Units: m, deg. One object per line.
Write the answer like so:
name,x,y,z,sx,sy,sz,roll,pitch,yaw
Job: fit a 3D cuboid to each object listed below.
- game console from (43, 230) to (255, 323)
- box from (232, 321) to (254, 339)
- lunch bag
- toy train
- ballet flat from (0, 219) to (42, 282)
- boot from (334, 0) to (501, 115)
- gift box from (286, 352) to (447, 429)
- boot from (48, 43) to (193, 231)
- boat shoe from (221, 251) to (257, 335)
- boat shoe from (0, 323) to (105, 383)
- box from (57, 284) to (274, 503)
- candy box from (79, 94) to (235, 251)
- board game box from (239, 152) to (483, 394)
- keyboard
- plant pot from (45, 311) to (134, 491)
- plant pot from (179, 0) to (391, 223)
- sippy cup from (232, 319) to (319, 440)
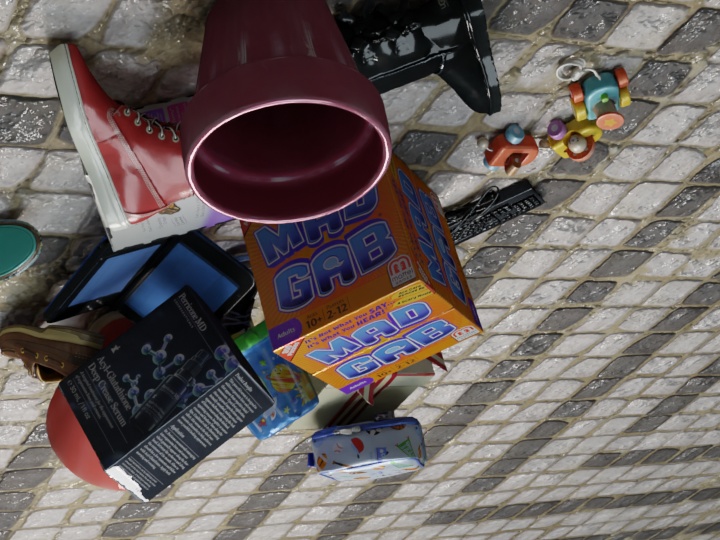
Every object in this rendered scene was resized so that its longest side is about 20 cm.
game console,-0.257,0.032,1.738,0.170,0.119,0.200,-19,162,-47
box,-0.216,0.137,2.016,0.050,0.076,0.200,4,145,-38
lunch bag,0.009,0.248,1.987,0.159,0.076,0.200,-8,166,5
toy train,0.240,-0.170,1.724,0.149,0.056,0.200,2,148,-32
ballet flat,-0.448,-0.006,1.646,0.198,0.075,0.074,-19,153,8
boot,0.059,-0.216,1.518,0.161,0.074,0.199,-20,145,2
gift box,-0.006,0.117,1.970,0.183,0.201,0.187,-4,149,-34
boot,-0.217,-0.151,1.429,0.143,0.073,0.201,-22,120,-3
boat shoe,-0.170,0.049,1.878,0.072,0.073,0.200,0,148,-30
boat shoe,-0.395,0.106,1.791,0.072,0.068,0.199,19,166,-42
box,-0.230,0.146,1.701,0.199,0.149,0.107,-38,143,-3
candy box,-0.196,-0.112,1.568,0.198,0.072,0.168,-14,153,-6
board game box,0.000,0.000,1.744,0.199,0.201,0.200,-26,152,17
keyboard,0.145,-0.055,1.900,0.199,0.040,0.104,-27,152,16
plant pot,-0.309,0.160,1.898,0.199,0.201,0.178,-3,140,-24
plant pot,-0.079,-0.173,1.389,0.198,0.180,0.201,-7,149,-4
sippy cup,-0.124,0.142,1.855,0.139,0.131,0.178,-32,178,-43
